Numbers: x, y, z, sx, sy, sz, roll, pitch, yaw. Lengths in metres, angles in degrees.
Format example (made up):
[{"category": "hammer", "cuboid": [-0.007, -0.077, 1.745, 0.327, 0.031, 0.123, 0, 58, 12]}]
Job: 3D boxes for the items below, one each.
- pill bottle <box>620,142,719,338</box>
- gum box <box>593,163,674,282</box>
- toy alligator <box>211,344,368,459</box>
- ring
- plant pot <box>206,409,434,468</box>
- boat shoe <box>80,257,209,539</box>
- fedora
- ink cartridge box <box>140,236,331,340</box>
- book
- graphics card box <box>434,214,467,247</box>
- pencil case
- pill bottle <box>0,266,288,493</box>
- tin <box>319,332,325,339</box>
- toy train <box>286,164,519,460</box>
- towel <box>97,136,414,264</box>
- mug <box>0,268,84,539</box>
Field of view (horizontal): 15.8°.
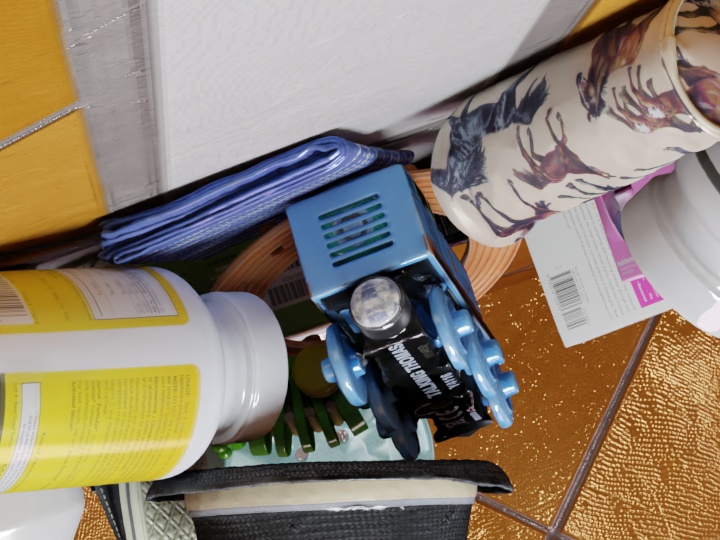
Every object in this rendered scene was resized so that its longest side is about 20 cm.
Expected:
[{"category": "pill bottle", "cuboid": [0.232, -0.063, 1.319, 0.200, 0.116, 0.116, -45, 163, 29]}, {"category": "gum box", "cuboid": [0.219, -0.075, 1.505, 0.200, 0.114, 0.066, -17, 176, -27]}, {"category": "toy alligator", "cuboid": [-0.065, 0.086, 1.519, 0.199, 0.054, 0.059, -11, 157, 5]}, {"category": "ring", "cuboid": [0.000, 0.000, 1.499, 0.200, 0.019, 0.201, -18, 152, -10]}, {"category": "plant pot", "cuboid": [-0.048, 0.114, 1.806, 0.200, 0.201, 0.196, -18, -166, -15]}, {"category": "boat shoe", "cuboid": [-0.135, 0.093, 1.480, 0.062, 0.201, 0.075, -17, 176, 32]}, {"category": "fedora", "cuboid": [-0.016, 0.152, 1.409, 0.200, 0.092, 0.201, -3, 173, 0]}, {"category": "ink cartridge box", "cuboid": [-0.087, 0.023, 1.647, 0.147, 0.076, 0.200, -19, 175, -10]}, {"category": "book", "cuboid": [0.198, -0.043, 1.702, 0.200, 0.134, 0.048, -22, 176, 33]}, {"category": "graphics card box", "cuboid": [0.097, -0.054, 1.600, 0.125, 0.051, 0.200, -17, 178, -43]}, {"category": "pencil case", "cuboid": [0.120, -0.074, 1.302, 0.089, 0.078, 0.200, 13, 156, -35]}, {"category": "pill bottle", "cuboid": [-0.141, 0.055, 1.332, 0.200, 0.112, 0.112, -2, 166, -36]}, {"category": "tin", "cuboid": [-0.066, 0.040, 1.713, 0.199, 0.042, 0.112, -19, -147, -14]}, {"category": "toy train", "cuboid": [0.027, 0.026, 1.416, 0.086, 0.115, 0.200, -20, 156, 10]}, {"category": "towel", "cuboid": [-0.053, -0.040, 1.401, 0.144, 0.024, 0.200, -23, 177, 11]}, {"category": "mug", "cuboid": [-0.219, 0.094, 1.435, 0.149, 0.154, 0.187, -21, 176, 9]}]
